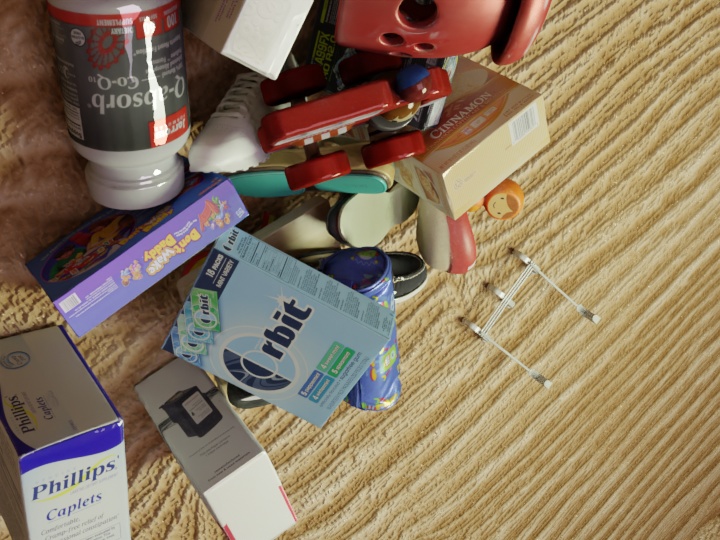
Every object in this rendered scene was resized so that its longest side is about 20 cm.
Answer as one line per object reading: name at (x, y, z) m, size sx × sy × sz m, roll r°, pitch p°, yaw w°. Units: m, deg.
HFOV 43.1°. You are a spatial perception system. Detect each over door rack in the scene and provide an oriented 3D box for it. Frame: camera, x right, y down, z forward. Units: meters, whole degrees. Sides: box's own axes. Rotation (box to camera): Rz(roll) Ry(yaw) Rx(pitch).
over door rack at (0.268, 0.077, 1.460) m, size 0.199 × 0.067 × 0.148 m, roll 36°, pitch 91°, yaw -27°

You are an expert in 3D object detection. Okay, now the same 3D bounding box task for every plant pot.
plant pot at (0.078, -0.282, 0.793) m, size 0.180 × 0.201 × 0.203 m, roll 11°, pitch 116°, yaw -1°

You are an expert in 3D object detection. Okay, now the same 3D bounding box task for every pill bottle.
pill bottle at (-0.216, -0.168, 0.838) m, size 0.115 × 0.116 × 0.202 m, roll -21°, pitch 129°, yaw -30°

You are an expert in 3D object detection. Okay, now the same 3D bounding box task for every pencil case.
pencil case at (0.002, 0.069, 1.022) m, size 0.087 × 0.077 × 0.202 m, roll -50°, pitch 144°, yaw -42°

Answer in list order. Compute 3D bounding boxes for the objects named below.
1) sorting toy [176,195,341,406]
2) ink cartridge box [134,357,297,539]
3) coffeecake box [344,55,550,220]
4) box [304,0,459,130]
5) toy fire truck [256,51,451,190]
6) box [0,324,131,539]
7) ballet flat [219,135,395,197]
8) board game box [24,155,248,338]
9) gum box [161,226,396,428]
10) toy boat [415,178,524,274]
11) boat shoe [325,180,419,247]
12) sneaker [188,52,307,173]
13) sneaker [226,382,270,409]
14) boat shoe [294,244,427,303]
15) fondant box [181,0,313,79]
sorting toy at (-0.115, 0.027, 1.094) m, size 0.199 × 0.069 × 0.200 m, roll -33°, pitch 134°, yaw -21°
ink cartridge box at (-0.172, 0.214, 1.074) m, size 0.084 × 0.200 × 0.146 m, roll -32°, pitch 134°, yaw -17°
coffeecake box at (0.091, -0.169, 1.049) m, size 0.153 × 0.200 × 0.073 m, roll -39°, pitch 137°, yaw -15°
box at (0.034, -0.270, 0.959) m, size 0.044 × 0.159 × 0.202 m, roll -26°, pitch 136°, yaw -60°
toy fire truck at (-0.003, -0.151, 0.861) m, size 0.197 × 0.168 × 0.114 m, roll -17°, pitch 97°, yaw -12°
box at (-0.319, 0.194, 0.938) m, size 0.104 × 0.184 × 0.202 m, roll -16°, pitch 127°, yaw -31°
ballet flat at (-0.058, -0.117, 1.011) m, size 0.069 × 0.197 × 0.064 m, roll 70°, pitch 23°, yaw -66°
board game box at (-0.224, -0.031, 0.905) m, size 0.199 × 0.134 × 0.045 m, roll -38°, pitch 121°, yaw -16°
gum box at (-0.089, 0.064, 0.956) m, size 0.198 × 0.045 × 0.170 m, roll 29°, pitch 130°, yaw -9°
toy boat at (0.139, -0.093, 1.138) m, size 0.131 × 0.129 × 0.203 m, roll 87°, pitch 12°, yaw -68°
boat shoe at (0.006, -0.076, 1.083) m, size 0.200 × 0.062 × 0.072 m, roll -33°, pitch 129°, yaw -58°
sneaker at (-0.117, -0.160, 0.933) m, size 0.200 × 0.075 × 0.082 m, roll -52°, pitch 145°, yaw -53°
sneaker at (-0.070, 0.130, 1.098) m, size 0.198 × 0.074 × 0.081 m, roll -19°, pitch 130°, yaw -32°
boat shoe at (0.000, 0.000, 1.078) m, size 0.198 × 0.074 × 0.061 m, roll -8°, pitch 127°, yaw -29°
fondant box at (-0.097, -0.267, 0.811) m, size 0.058 × 0.200 × 0.146 m, roll 21°, pitch 103°, yaw -32°
